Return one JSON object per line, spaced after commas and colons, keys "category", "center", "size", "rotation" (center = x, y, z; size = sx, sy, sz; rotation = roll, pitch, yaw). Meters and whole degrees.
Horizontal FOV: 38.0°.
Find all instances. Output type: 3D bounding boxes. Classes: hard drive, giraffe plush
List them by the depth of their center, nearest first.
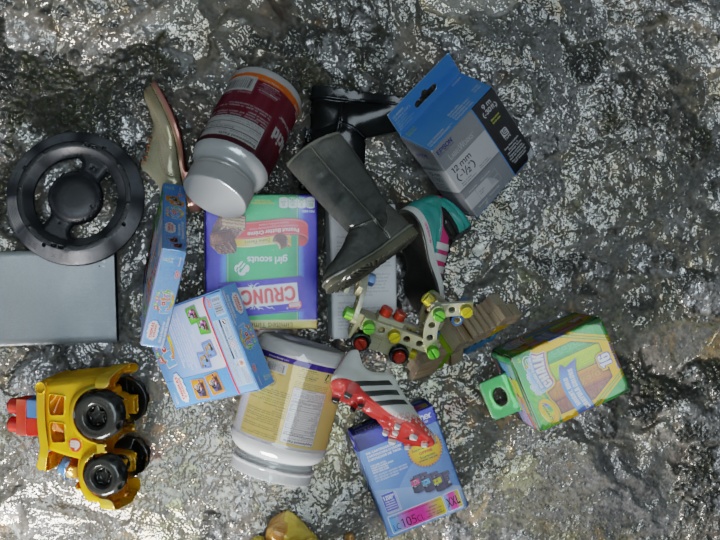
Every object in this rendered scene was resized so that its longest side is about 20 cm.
{"category": "giraffe plush", "center": [-0.078, 0.466, 1.541], "size": [0.199, 0.162, 0.173], "rotation": [13, 90, -7]}
{"category": "hard drive", "center": [-0.462, 0.039, 1.545], "size": [0.199, 0.033, 0.140], "rotation": [-2, 92, -7]}

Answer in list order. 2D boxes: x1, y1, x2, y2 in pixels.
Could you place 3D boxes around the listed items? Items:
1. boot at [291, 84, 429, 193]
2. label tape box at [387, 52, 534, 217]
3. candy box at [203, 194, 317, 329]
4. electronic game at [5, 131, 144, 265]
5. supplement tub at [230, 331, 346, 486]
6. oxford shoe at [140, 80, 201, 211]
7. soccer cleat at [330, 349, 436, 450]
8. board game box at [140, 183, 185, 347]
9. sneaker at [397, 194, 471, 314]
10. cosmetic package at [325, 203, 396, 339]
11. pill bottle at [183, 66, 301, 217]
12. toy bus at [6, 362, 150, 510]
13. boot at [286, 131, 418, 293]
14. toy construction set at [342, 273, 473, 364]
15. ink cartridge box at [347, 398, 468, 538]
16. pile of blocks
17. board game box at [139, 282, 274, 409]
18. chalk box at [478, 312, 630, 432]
{"category": "boot", "center": [-0.001, -0.186, 1.577], "size": [0.197, 0.073, 0.163], "rotation": [7, 89, 0]}
{"category": "label tape box", "center": [0.152, -0.201, 1.556], "size": [0.143, 0.066, 0.200], "rotation": [-47, 120, -15]}
{"category": "candy box", "center": [-0.150, -0.012, 1.561], "size": [0.168, 0.077, 0.201], "rotation": [0, 93, -7]}
{"category": "electronic game", "center": [-0.418, -0.106, 1.535], "size": [0.199, 0.042, 0.201], "rotation": [1, 80, -7]}
{"category": "supplement tub", "center": [-0.107, 0.202, 1.539], "size": [0.145, 0.145, 0.201], "rotation": [15, 90, -7]}
{"category": "oxford shoe", "center": [-0.294, -0.177, 1.542], "size": [0.073, 0.071, 0.201], "rotation": [-16, 94, -4]}
{"category": "soccer cleat", "center": [0.041, 0.190, 1.515], "size": [0.200, 0.069, 0.085], "rotation": [36, 56, -24]}
{"category": "board game box", "center": [-0.274, -0.011, 1.457], "size": [0.036, 0.200, 0.152], "rotation": [10, 117, -16]}
{"category": "sneaker", "center": [0.117, -0.032, 1.596], "size": [0.121, 0.083, 0.201], "rotation": [-38, 132, -36]}
{"category": "cosmetic package", "center": [0.000, 0.000, 1.583], "size": [0.101, 0.071, 0.201], "rotation": [-1, 92, -8]}
{"category": "pill bottle", "center": [-0.170, -0.183, 1.498], "size": [0.114, 0.114, 0.201], "rotation": [26, 62, -7]}
{"category": "toy bus", "center": [-0.414, 0.239, 1.517], "size": [0.191, 0.136, 0.201], "rotation": [-2, 95, 6]}
{"category": "boot", "center": [-0.036, -0.085, 1.473], "size": [0.182, 0.073, 0.200], "rotation": [-34, 82, -31]}
{"category": "toy construction set", "center": [0.052, 0.060, 1.510], "size": [0.199, 0.092, 0.131], "rotation": [26, 112, -2]}
{"category": "ink cartridge box", "center": [0.066, 0.286, 1.600], "size": [0.136, 0.076, 0.201], "rotation": [-21, 93, -6]}
{"category": "pile of blocks", "center": [0.150, 0.096, 1.617], "size": [0.199, 0.082, 0.062], "rotation": [-26, 64, -12]}
{"category": "board game box", "center": [-0.225, 0.113, 1.508], "size": [0.037, 0.200, 0.152], "rotation": [-26, 96, -48]}
{"category": "chalk box", "center": [0.283, 0.161, 1.598], "size": [0.199, 0.124, 0.125], "rotation": [-25, 94, -6]}
